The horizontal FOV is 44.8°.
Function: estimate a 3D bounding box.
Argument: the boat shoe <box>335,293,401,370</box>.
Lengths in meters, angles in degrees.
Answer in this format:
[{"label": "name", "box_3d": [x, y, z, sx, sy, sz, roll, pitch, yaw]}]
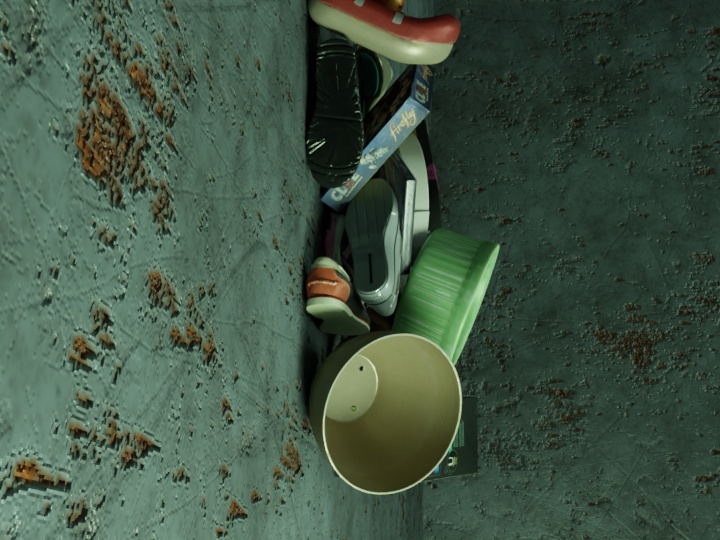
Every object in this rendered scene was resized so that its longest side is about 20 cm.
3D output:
[{"label": "boat shoe", "box_3d": [0.010, 0.116, 1.294, 0.200, 0.070, 0.071, -52, 167, -39]}]

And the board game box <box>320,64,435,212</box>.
[{"label": "board game box", "box_3d": [0.024, -0.188, 1.201, 0.200, 0.034, 0.136, -46, -161, 31]}]

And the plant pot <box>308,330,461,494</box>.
[{"label": "plant pot", "box_3d": [0.013, 0.167, 1.122, 0.134, 0.198, 0.203, 17, -69, 61]}]

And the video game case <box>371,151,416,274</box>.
[{"label": "video game case", "box_3d": [0.043, -0.105, 1.261, 0.201, 0.019, 0.144, -113, -158, -59]}]

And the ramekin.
[{"label": "ramekin", "box_3d": [0.121, 0.038, 1.269, 0.200, 0.097, 0.202, 22, 90, -78]}]

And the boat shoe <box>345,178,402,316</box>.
[{"label": "boat shoe", "box_3d": [0.019, -0.030, 1.171, 0.067, 0.073, 0.202, 62, 27, -49]}]

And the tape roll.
[{"label": "tape roll", "box_3d": [0.061, -0.105, 1.317, 0.203, 0.037, 0.206, 178, -90, -78]}]

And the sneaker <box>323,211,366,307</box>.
[{"label": "sneaker", "box_3d": [0.000, 0.000, 1.279, 0.201, 0.085, 0.081, 80, 15, -53]}]

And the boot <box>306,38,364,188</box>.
[{"label": "boot", "box_3d": [-0.028, -0.211, 1.169, 0.162, 0.072, 0.201, -66, 157, -84]}]

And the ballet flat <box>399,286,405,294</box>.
[{"label": "ballet flat", "box_3d": [0.021, 0.069, 1.448, 0.200, 0.062, 0.068, 133, -28, -54]}]

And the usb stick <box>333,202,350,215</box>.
[{"label": "usb stick", "box_3d": [-0.009, -0.031, 1.362, 0.055, 0.032, 0.201, -44, 146, -27]}]

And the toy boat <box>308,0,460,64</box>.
[{"label": "toy boat", "box_3d": [0.038, -0.349, 1.123, 0.131, 0.198, 0.132, -66, 180, -72]}]

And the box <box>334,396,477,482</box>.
[{"label": "box", "box_3d": [0.074, 0.255, 1.349, 0.199, 0.147, 0.126, 10, 78, -54]}]

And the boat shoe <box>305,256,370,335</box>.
[{"label": "boat shoe", "box_3d": [-0.029, 0.042, 1.155, 0.200, 0.070, 0.063, 56, 32, -68]}]

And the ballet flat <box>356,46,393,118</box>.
[{"label": "ballet flat", "box_3d": [0.014, -0.282, 1.314, 0.200, 0.069, 0.070, 119, -23, -65]}]

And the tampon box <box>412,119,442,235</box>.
[{"label": "tampon box", "box_3d": [0.078, -0.148, 1.609, 0.201, 0.125, 0.151, 77, 4, -55]}]
